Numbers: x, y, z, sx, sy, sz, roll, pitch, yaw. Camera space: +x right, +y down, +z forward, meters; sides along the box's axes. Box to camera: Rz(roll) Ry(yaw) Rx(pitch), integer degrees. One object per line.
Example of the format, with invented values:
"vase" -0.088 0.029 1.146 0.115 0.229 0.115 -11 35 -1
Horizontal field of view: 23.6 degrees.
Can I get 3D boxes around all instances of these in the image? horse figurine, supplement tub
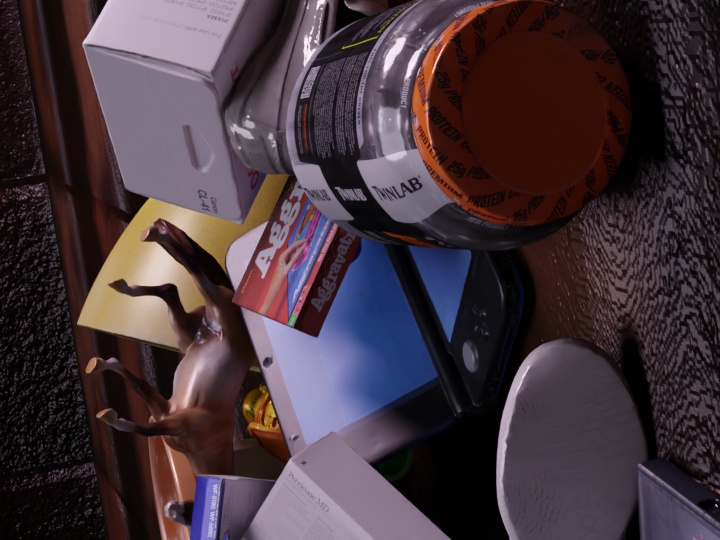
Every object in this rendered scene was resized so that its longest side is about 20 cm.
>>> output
"horse figurine" -0.111 0.058 1.097 0.050 0.132 0.200 -20 48 35
"supplement tub" 0.044 -0.071 0.827 0.200 0.122 0.123 -172 72 -74

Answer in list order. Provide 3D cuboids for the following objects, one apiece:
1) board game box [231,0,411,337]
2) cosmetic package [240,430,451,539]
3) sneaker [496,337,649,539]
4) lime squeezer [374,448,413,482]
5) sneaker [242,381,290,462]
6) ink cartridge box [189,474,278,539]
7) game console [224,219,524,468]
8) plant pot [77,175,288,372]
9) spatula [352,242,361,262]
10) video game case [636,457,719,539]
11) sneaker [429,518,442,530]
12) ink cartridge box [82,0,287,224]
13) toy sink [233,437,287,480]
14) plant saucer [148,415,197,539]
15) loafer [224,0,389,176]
"board game box" -0.009 -0.063 0.988 0.200 0.019 0.103 -66 23 -4
"cosmetic package" 0.028 0.190 0.976 0.200 0.051 0.083 42 127 15
"sneaker" 0.102 0.124 0.864 0.089 0.075 0.200 -115 17 -74
"lime squeezer" 0.009 0.113 1.140 0.071 0.038 0.200 -31 32 32
"sneaker" -0.043 0.106 1.171 0.200 0.077 0.073 132 154 -76
"ink cartridge box" -0.068 0.179 1.081 0.200 0.039 0.100 29 -114 -70
"game console" 0.000 0.000 1.029 0.171 0.118 0.200 99 154 -51
"plant pot" -0.093 -0.003 1.273 0.200 0.200 0.142 179 107 -74
"spatula" 0.010 -0.056 0.994 0.200 0.021 0.057 -48 45 38
"video game case" 0.174 0.180 0.737 0.200 0.019 0.143 -144 46 -66
"sneaker" 0.024 0.205 1.104 0.075 0.081 0.200 40 -173 -31
"ink cartridge box" -0.076 -0.154 1.027 0.148 0.085 0.200 83 -152 -57
"toy sink" -0.034 0.231 1.273 0.112 0.130 0.200 -136 39 -63
"plant saucer" -0.110 0.195 1.196 0.200 0.037 0.201 170 90 -78
"loafer" -0.010 -0.137 0.973 0.070 0.070 0.200 60 -135 -55
